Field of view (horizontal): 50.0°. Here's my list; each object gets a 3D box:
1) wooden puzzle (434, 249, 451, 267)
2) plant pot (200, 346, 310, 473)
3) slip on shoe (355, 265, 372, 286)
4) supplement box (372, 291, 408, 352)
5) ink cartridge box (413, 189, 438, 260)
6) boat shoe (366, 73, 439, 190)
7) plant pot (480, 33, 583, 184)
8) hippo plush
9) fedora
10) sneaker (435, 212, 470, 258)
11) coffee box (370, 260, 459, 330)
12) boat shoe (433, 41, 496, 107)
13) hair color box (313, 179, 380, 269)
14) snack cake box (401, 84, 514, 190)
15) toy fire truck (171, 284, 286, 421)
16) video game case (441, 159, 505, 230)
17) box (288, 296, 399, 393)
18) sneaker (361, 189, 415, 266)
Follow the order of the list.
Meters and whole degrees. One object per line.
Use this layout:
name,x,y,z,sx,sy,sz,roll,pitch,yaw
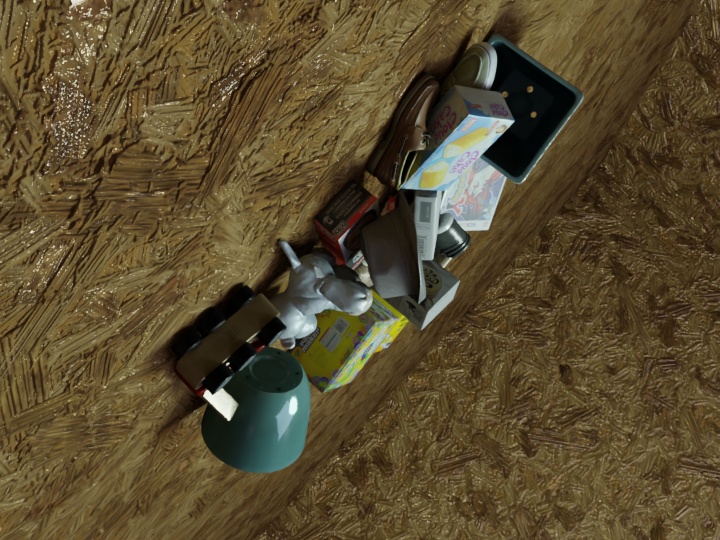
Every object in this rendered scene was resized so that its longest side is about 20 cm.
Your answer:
wooden puzzle,0.114,-0.018,1.770,0.185,0.046,0.200,-48,-156,-5
plant pot,-0.182,0.238,1.416,0.200,0.200,0.162,-31,146,-50
slip on shoe,0.000,0.000,1.561,0.200,0.076,0.061,-38,172,5
supplement box,0.071,0.092,1.942,0.200,0.109,0.109,-52,165,12
ink cartridge box,0.136,-0.145,1.535,0.201,0.047,0.161,-78,170,-46
boat shoe,0.087,-0.226,1.283,0.072,0.068,0.201,-27,152,-52
plant pot,0.291,-0.309,1.465,0.196,0.196,0.200,-56,173,22
hippo plush,-0.084,0.062,1.309,0.161,0.159,0.200,-53,166,11
fedora,0.050,-0.028,1.322,0.090,0.178,0.201,-15,138,-2
sneaker,0.160,-0.067,1.681,0.200,0.099,0.071,-5,-133,58
coffee box,0.094,0.014,1.635,0.113,0.200,0.080,-40,159,-30
boat shoe,0.167,-0.301,1.334,0.062,0.072,0.200,-26,154,-44
hair color box,-0.016,-0.072,1.373,0.102,0.061,0.200,-47,164,-8
snack cake box,0.155,-0.224,1.334,0.114,0.068,0.200,-1,149,-37
toy fire truck,-0.212,0.147,1.254,0.176,0.129,0.200,-42,174,-30
video game case,0.250,-0.181,1.736,0.181,0.023,0.201,-5,121,-37
box,-0.038,0.153,1.744,0.200,0.122,0.192,-53,165,10
sneaker,0.052,-0.098,1.519,0.200,0.070,0.094,-46,154,-24
